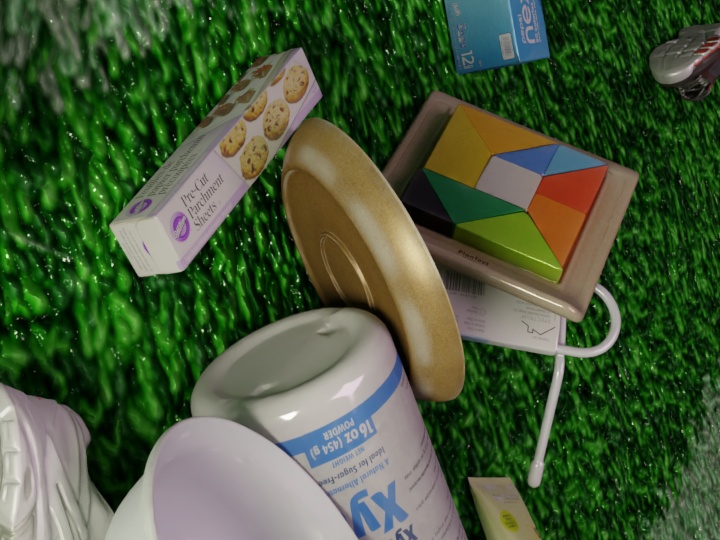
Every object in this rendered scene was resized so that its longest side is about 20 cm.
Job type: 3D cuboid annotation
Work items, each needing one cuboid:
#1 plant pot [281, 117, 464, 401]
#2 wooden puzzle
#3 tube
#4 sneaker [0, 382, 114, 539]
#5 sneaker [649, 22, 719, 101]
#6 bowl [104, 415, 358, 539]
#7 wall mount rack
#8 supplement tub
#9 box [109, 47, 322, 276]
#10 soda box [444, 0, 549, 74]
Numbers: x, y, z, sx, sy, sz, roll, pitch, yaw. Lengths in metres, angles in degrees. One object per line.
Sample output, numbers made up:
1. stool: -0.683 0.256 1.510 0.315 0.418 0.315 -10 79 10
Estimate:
1. plant pot: 0.000 0.000 0.841 0.027 0.200 0.202 -29 113 -17
2. wooden puzzle: 0.110 -0.061 1.011 0.201 0.183 0.037 -58 167 -46
3. tube: 0.142 0.261 1.077 0.058 0.051 0.202 100 -29 -64
4. sneaker: -0.156 0.156 0.650 0.099 0.077 0.203 13 75 -59
5. sneaker: 0.402 -0.238 1.571 0.200 0.076 0.083 -37 121 -52
6. bowl: -0.067 0.183 0.663 0.201 0.090 0.202 48 19 -22
7. wall mount rack: 0.090 0.061 0.989 0.075 0.198 0.176 113 -14 -66
8. supplement tub: -0.013 0.137 0.820 0.132 0.131 0.202 -47 122 -49
9. box: -0.085 -0.073 0.827 0.042 0.038 0.201 64 38 -27
10. soda box: 0.107 -0.275 1.133 0.068 0.064 0.202 -20 102 -56
